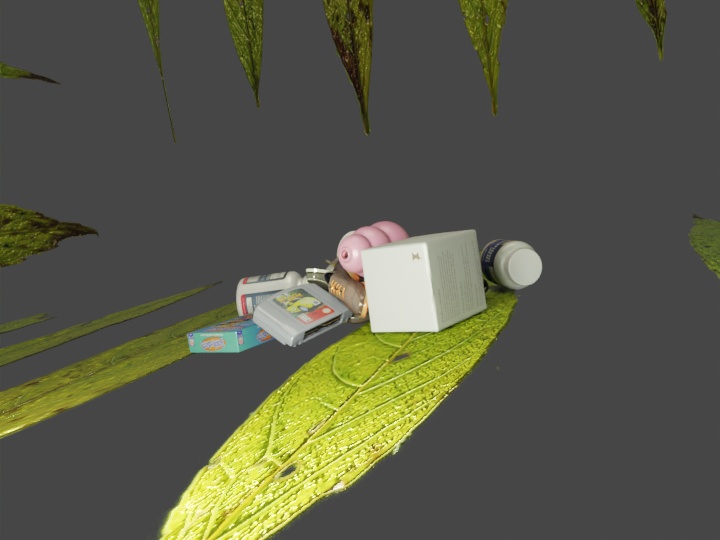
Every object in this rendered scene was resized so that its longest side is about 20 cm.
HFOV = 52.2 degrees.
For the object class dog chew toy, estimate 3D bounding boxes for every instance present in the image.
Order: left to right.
[{"bbox_3d":[0.026,-0.040,1.574,0.122,0.128,0.198,-5,2,36],"label":"dog chew toy"}]

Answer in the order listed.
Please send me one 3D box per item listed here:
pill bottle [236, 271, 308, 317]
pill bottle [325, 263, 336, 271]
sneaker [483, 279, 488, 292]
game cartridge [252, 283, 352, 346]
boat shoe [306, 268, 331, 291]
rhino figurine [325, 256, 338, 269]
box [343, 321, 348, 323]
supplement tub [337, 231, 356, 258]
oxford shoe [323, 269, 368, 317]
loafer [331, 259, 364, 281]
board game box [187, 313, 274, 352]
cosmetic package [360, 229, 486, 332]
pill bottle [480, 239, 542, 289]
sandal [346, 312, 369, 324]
[{"bbox_3d":[-0.190,0.067,1.775,0.195,0.123,0.119,-7,5,13],"label":"pill bottle"},{"bbox_3d":[-0.024,0.035,1.869,0.194,0.116,0.112,-8,5,6],"label":"pill bottle"},{"bbox_3d":[0.204,0.043,1.653,0.195,0.068,0.090,-9,4,-22],"label":"sneaker"},{"bbox_3d":[-0.123,0.087,1.534,0.131,0.042,0.198,27,30,29],"label":"game cartridge"},{"bbox_3d":[-0.066,0.045,1.719,0.071,0.062,0.201,5,-15,31],"label":"boat shoe"},{"bbox_3d":[-0.021,-0.014,1.941,0.195,0.089,0.061,-17,39,9],"label":"rhino figurine"},{"bbox_3d":[0.003,0.080,1.689,0.195,0.052,0.075,-12,8,-23],"label":"box"},{"bbox_3d":[0.041,-0.037,2.111,0.142,0.149,0.197,-4,-9,41],"label":"supplement tub"},{"bbox_3d":[-0.030,0.048,1.546,0.071,0.073,0.200,9,12,-18],"label":"oxford shoe"},{"bbox_3d":[0.000,0.000,1.732,0.071,0.064,0.198,23,-6,-37],"label":"loafer"},{"bbox_3d":[-0.253,0.133,1.597,0.149,0.046,0.198,-4,7,35],"label":"board game box"},{"bbox_3d":[0.129,0.020,1.475,0.163,0.172,0.198,-4,6,39],"label":"cosmetic package"},{"bbox_3d":[0.361,-0.015,1.755,0.108,0.114,0.200,-9,5,-6],"label":"pill bottle"},{"bbox_3d":[0.049,0.054,1.609,0.195,0.055,0.083,-17,47,-5],"label":"sandal"}]
